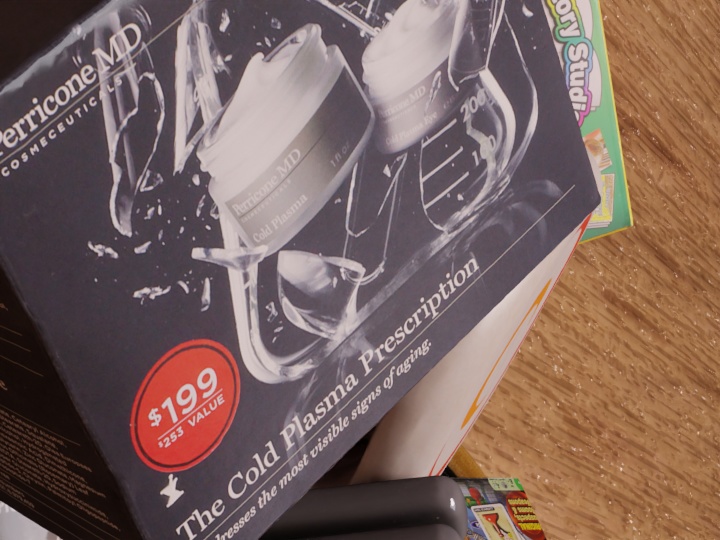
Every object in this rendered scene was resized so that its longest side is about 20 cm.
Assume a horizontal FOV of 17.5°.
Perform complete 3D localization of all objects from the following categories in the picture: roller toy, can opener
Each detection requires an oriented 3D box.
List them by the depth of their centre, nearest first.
[{"bbox_3d":[-0.055,0.119,0.897,0.053,0.199,0.067,-89,165,-50],"label":"can opener"},{"bbox_3d":[0.000,0.000,0.959,0.183,0.139,0.200,-58,174,-7],"label":"roller toy"}]

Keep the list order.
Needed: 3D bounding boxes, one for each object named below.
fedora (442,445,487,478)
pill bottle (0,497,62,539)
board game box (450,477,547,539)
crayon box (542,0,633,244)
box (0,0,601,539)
[{"bbox_3d":[-0.013,0.133,1.074,0.200,0.082,0.201,29,38,-26],"label":"fedora"},{"bbox_3d":[-0.144,0.035,0.790,0.116,0.116,0.202,-13,100,-65],"label":"pill bottle"},{"bbox_3d":[0.018,0.137,1.009,0.199,0.023,0.105,5,54,-46],"label":"board game box"},{"bbox_3d":[0.071,-0.128,1.237,0.173,0.058,0.201,-141,-142,-66],"label":"crayon box"},{"bbox_3d":[-0.046,-0.041,0.691,0.200,0.104,0.183,-43,132,-24],"label":"box"}]
